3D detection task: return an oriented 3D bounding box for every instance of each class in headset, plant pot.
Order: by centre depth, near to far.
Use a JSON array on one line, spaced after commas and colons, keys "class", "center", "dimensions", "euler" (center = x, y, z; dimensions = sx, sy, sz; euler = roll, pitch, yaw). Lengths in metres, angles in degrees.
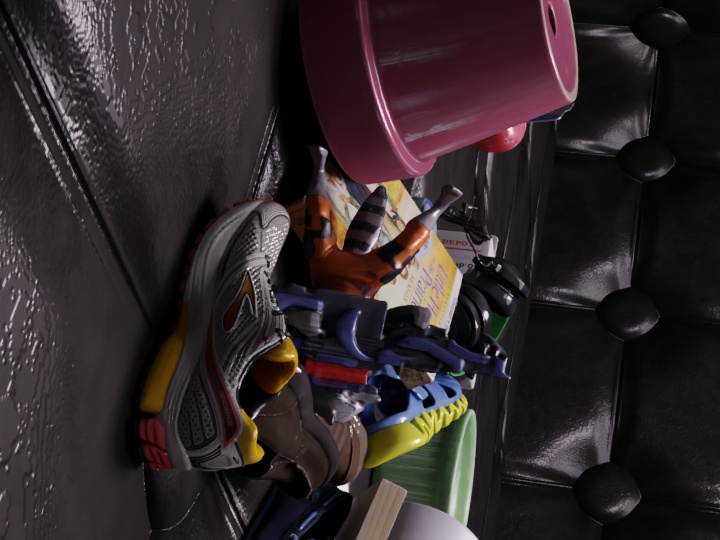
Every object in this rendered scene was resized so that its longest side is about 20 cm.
[{"class": "plant pot", "center": [0.069, -0.178, 1.065], "dimensions": [0.200, 0.178, 0.201], "euler": [-9, 90, -70]}, {"class": "headset", "center": [0.103, 0.022, 1.337], "dimensions": [0.123, 0.094, 0.200], "euler": [-40, 151, -31]}]

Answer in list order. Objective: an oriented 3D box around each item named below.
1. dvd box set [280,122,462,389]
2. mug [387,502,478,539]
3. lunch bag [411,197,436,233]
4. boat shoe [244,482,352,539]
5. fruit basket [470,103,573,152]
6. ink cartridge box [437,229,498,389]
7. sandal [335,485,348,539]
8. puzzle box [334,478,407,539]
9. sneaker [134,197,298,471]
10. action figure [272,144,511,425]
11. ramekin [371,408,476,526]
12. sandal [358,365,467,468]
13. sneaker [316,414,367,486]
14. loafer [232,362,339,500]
[{"class": "dvd box set", "center": [0.014, -0.021, 1.131], "dimensions": [0.200, 0.029, 0.147], "euler": [55, 33, -25]}, {"class": "mug", "center": [0.049, 0.372, 1.477], "dimensions": [0.153, 0.149, 0.187], "euler": [-59, 147, -46]}, {"class": "lunch bag", "center": [0.024, 0.029, 1.330], "dimensions": [0.200, 0.075, 0.161], "euler": [85, 19, -45]}, {"class": "boat shoe", "center": [-0.054, 0.226, 1.068], "dimensions": [0.200, 0.068, 0.084], "euler": [-69, 161, -51]}, {"class": "fruit basket", "center": [0.091, -0.146, 1.252], "dimensions": [0.185, 0.199, 0.094], "euler": [-39, 119, -73]}, {"class": "ink cartridge box", "center": [0.082, 0.023, 1.498], "dimensions": [0.067, 0.115, 0.201], "euler": [75, 23, -57]}, {"class": "sandal", "center": [-0.022, 0.199, 1.251], "dimensions": [0.082, 0.050, 0.203], "euler": [59, 39, -71]}, {"class": "puzzle box", "center": [-0.023, 0.278, 1.138], "dimensions": [0.200, 0.025, 0.133], "euler": [-65, -176, -20]}, {"class": "sneaker", "center": [-0.072, 0.041, 0.849], "dimensions": [0.078, 0.082, 0.201], "euler": [80, 19, -53]}, {"class": "action figure", "center": [0.015, 0.025, 1.008], "dimensions": [0.105, 0.199, 0.194], "euler": [152, -44, -78]}, {"class": "ramekin", "center": [0.075, 0.259, 1.629], "dimensions": [0.200, 0.097, 0.201], "euler": [7, 90, -78]}, {"class": "sandal", "center": [0.041, 0.113, 1.243], "dimensions": [0.087, 0.079, 0.200], "euler": [65, 16, 3]}, {"class": "sneaker", "center": [-0.046, 0.121, 1.103], "dimensions": [0.076, 0.070, 0.200], "euler": [-50, 146, -35]}, {"class": "loafer", "center": [-0.071, 0.116, 0.967], "dimensions": [0.071, 0.073, 0.200], "euler": [-48, 152, -20]}]
